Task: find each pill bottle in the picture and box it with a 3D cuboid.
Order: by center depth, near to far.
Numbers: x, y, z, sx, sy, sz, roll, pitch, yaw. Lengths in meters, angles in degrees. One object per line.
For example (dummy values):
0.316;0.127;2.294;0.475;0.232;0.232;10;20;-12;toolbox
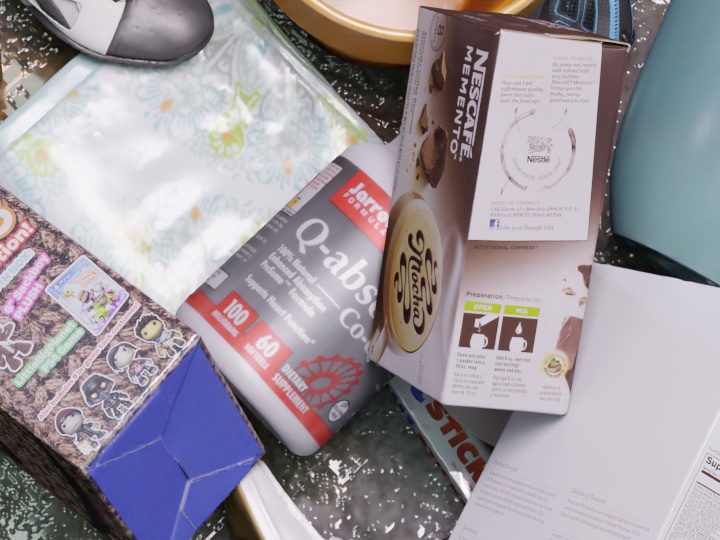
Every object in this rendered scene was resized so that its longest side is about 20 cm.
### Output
0.000;0.000;1.653;0.200;0.116;0.116;-44;85;-5;pill bottle

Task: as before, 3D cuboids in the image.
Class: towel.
-0.107;-0.068;1.719;0.200;0.048;0.171;-42;84;-12;towel

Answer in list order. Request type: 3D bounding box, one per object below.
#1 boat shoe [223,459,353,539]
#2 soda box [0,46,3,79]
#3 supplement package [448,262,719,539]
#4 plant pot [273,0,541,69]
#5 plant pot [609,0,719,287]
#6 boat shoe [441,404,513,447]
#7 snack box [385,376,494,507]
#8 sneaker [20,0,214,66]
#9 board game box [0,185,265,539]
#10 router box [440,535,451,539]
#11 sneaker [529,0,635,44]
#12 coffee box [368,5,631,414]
-0.010;0.187;1.663;0.069;0.071;0.201;-32;93;-14;boat shoe
-0.295;-0.183;1.717;0.068;0.064;0.200;-35;83;-13;soda box
0.175;0.124;1.530;0.147;0.191;0.201;31;83;-26;supplement package
0.022;-0.203;1.692;0.199;0.183;0.201;1;77;-5;plant pot
0.238;-0.059;1.681;0.200;0.201;0.162;29;88;1;plant pot
0.137;0.066;1.693;0.199;0.075;0.093;24;41;-8;boat shoe
0.046;0.051;1.719;0.072;0.024;0.201;-32;82;-10;snack box
-0.170;-0.191;1.672;0.199;0.089;0.074;29;61;-5;sneaker
-0.170;0.051;1.597;0.200;0.160;0.097;35;75;26;board game box
0.056;0.254;1.610;0.149;0.062;0.201;-17;91;-34;router box
0.123;-0.137;1.744;0.082;0.073;0.201;25;77;-1;sneaker
0.072;-0.035;1.548;0.079;0.113;0.201;5;100;-22;coffee box
